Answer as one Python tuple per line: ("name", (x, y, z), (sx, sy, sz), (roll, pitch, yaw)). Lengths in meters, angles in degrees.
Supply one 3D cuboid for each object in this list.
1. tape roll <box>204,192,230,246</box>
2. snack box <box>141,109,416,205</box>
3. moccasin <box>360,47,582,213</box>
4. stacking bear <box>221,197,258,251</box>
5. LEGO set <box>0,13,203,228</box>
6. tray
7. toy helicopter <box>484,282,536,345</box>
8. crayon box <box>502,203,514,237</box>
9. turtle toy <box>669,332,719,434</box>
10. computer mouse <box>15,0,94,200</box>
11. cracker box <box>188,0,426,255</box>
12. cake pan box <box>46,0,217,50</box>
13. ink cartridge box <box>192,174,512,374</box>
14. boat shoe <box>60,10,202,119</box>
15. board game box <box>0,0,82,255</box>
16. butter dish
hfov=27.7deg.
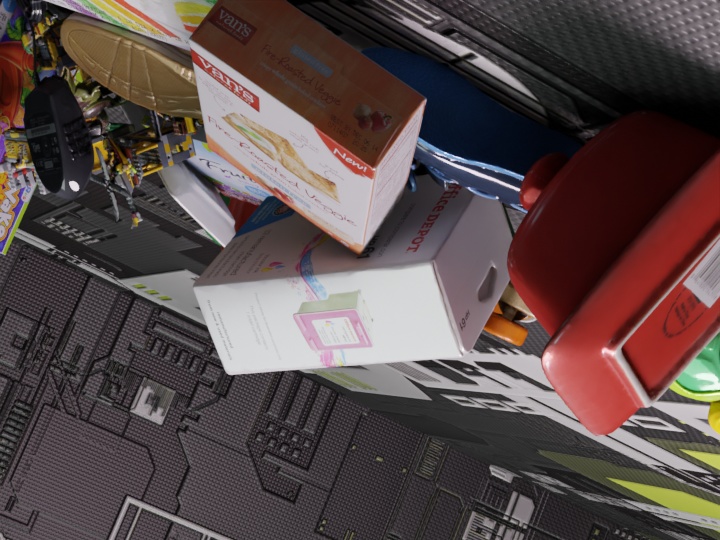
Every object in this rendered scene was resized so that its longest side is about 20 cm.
("tape roll", (-0.081, -0.029, 1.676), (0.199, 0.049, 0.201), (22, 170, 4))
("snack box", (-0.061, -0.097, 1.246), (0.198, 0.068, 0.169), (17, 168, 25))
("moccasin", (0.066, -0.080, 0.996), (0.199, 0.081, 0.068), (28, 146, -20))
("stacking bear", (-0.037, -0.011, 1.530), (0.199, 0.115, 0.121), (25, 170, -35))
("LEGO set", (-0.228, -0.128, 1.164), (0.199, 0.115, 0.155), (20, 126, 44))
("tray", (-0.168, -0.101, 1.337), (0.107, 0.022, 0.200), (45, -173, -46))
("toy helicopter", (0.128, 0.012, 1.436), (0.199, 0.079, 0.132), (28, -176, 41))
("crayon box", (0.026, 0.010, 1.250), (0.126, 0.051, 0.200), (4, 147, -39))
("turtle toy", (0.280, 0.038, 1.058), (0.198, 0.146, 0.101), (21, 148, 9))
("computer mouse", (-0.232, -0.153, 1.087), (0.034, 0.202, 0.058), (-15, -169, -36))
("cracker box", (-0.035, -0.091, 0.919), (0.133, 0.058, 0.200), (35, 167, 6))
("cake pan box", (-0.149, -0.207, 0.941), (0.198, 0.053, 0.184), (21, 167, 9))
("ink cartridge box", (0.000, 0.000, 1.080), (0.198, 0.145, 0.085), (-5, 119, 26))
("boat shoe", (-0.119, -0.156, 1.071), (0.198, 0.070, 0.074), (21, 149, -2))
("board game box", (-0.318, -0.132, 1.250), (0.044, 0.202, 0.134), (16, 168, 27))
("butter dish", (0.163, -0.021, 0.931), (0.148, 0.200, 0.200), (43, 180, 29))
